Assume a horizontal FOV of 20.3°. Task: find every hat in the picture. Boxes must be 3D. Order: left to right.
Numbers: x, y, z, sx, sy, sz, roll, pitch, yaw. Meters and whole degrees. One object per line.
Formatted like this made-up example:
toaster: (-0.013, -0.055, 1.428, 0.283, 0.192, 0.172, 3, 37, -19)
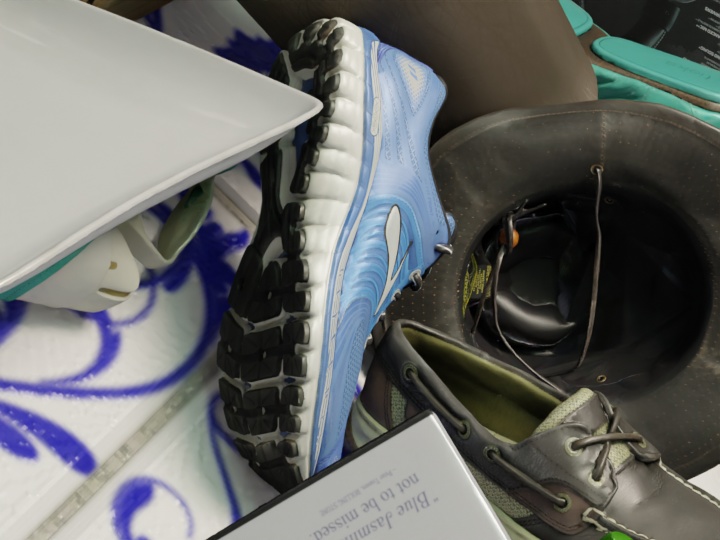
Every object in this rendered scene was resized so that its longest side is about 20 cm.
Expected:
hat: (0.105, 0.012, 0.947, 0.201, 0.201, 0.081, 45, 4, 1)

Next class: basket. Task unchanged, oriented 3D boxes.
basket: (0.022, -0.129, 0.943, 0.200, 0.136, 0.180, 50, 1, -42)

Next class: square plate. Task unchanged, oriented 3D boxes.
square plate: (-0.150, -0.056, 0.791, 0.200, 0.029, 0.198, 24, 36, 28)

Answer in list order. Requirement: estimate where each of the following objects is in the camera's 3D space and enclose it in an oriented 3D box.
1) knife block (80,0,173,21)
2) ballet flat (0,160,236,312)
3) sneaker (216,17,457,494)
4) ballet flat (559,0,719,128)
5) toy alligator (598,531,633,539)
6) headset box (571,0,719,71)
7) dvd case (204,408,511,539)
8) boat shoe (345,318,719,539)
knife block: (-0.073, -0.180, 1.007, 0.175, 0.064, 0.200, 15, 48, -30)
ballet flat: (-0.107, -0.025, 0.846, 0.070, 0.067, 0.200, 55, 41, -9)
sneaker: (0.000, 0.000, 0.847, 0.089, 0.078, 0.201, 13, 88, -31)
ballet flat: (0.112, -0.102, 1.074, 0.200, 0.071, 0.067, 31, 29, 24)
toy alligator: (0.145, 0.191, 0.771, 0.054, 0.059, 0.200, -26, 77, -49)
headset box: (0.180, -0.165, 1.102, 0.149, 0.200, 0.077, 34, 36, 24)
dvd case: (0.015, 0.170, 0.743, 0.142, 0.018, 0.200, -30, 73, -4)
boat shoe: (0.084, 0.081, 0.851, 0.200, 0.066, 0.072, 24, 31, 25)
